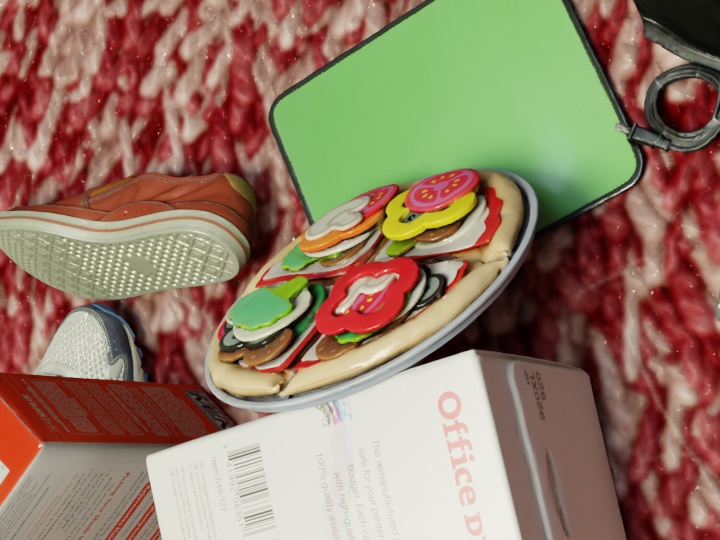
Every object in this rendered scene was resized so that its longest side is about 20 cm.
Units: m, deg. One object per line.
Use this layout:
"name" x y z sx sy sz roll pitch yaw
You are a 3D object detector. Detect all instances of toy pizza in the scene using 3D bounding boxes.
"toy pizza" 0.000 0.000 0.934 0.200 0.200 0.032 -20 117 26

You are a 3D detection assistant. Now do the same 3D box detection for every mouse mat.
"mouse mat" 0.049 -0.075 1.013 0.200 0.008 0.161 -29 71 22

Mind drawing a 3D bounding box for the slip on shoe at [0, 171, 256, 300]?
"slip on shoe" -0.144 -0.025 1.088 0.200 0.074 0.061 -4 47 34

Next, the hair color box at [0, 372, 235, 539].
"hair color box" -0.156 0.116 0.992 0.061 0.200 0.102 43 104 26

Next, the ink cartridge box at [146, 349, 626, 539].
"ink cartridge box" 0.021 0.140 0.923 0.200 0.145 0.147 -19 76 26

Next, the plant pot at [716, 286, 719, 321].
"plant pot" 0.283 -0.030 0.807 0.200 0.141 0.141 8 88 22

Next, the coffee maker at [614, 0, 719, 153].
"coffee maker" 0.160 -0.167 0.849 0.135 0.200 0.192 4 84 29

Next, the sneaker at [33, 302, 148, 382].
"sneaker" -0.194 0.115 1.080 0.077 0.085 0.200 21 94 29
